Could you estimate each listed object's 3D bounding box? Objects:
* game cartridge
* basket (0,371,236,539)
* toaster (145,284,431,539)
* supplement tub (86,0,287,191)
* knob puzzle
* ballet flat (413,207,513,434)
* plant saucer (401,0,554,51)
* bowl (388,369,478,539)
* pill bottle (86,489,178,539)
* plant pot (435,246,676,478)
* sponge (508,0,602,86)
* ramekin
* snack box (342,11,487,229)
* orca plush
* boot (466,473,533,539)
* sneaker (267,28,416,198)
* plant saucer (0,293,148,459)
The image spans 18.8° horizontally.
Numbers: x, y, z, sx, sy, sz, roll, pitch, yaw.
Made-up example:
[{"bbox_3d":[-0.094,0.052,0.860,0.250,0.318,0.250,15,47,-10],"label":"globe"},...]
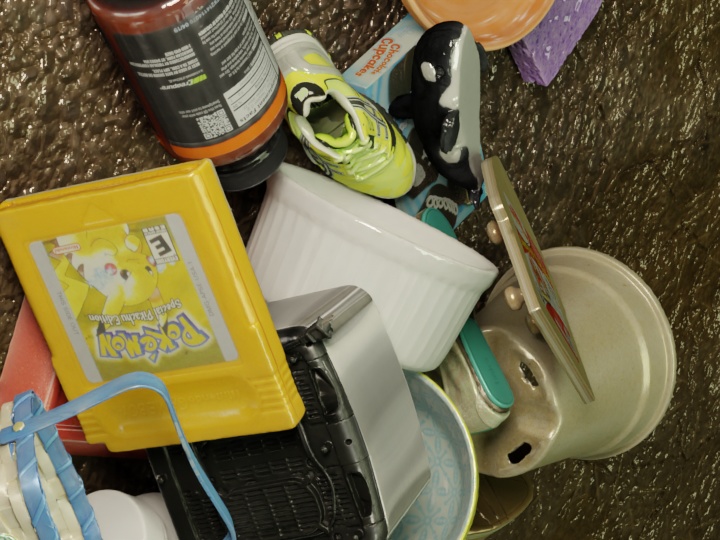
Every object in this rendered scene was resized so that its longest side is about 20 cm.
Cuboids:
[{"bbox_3d":[-0.148,0.030,1.520,0.032,0.175,0.201,-50,125,-56],"label":"game cartridge"},{"bbox_3d":[-0.203,0.170,1.538,0.199,0.139,0.177,-24,124,0],"label":"basket"},{"bbox_3d":[-0.055,0.117,1.610,0.119,0.199,0.182,-41,114,-59],"label":"toaster"},{"bbox_3d":[-0.117,-0.149,1.570,0.107,0.106,0.201,-50,141,-24],"label":"supplement tub"},{"bbox_3d":[0.130,-0.007,1.793,0.030,0.221,0.220,-23,140,10],"label":"knob puzzle"},{"bbox_3d":[0.067,0.044,1.830,0.067,0.062,0.201,9,56,-50],"label":"ballet flat"},{"bbox_3d":[0.091,-0.282,1.792,0.199,0.037,0.202,-5,98,-38],"label":"plant saucer"},{"bbox_3d":[0.006,0.176,1.752,0.201,0.199,0.108,-63,162,-7],"label":"bowl"},{"bbox_3d":[-0.148,0.241,1.711,0.200,0.119,0.120,33,81,-53],"label":"pill bottle"},{"bbox_3d":[0.155,0.095,1.934,0.183,0.199,0.202,-23,125,-57],"label":"plant pot"},{"bbox_3d":[0.151,-0.266,1.919,0.112,0.030,0.200,-56,141,-19],"label":"sponge"},{"bbox_3d":[0.000,0.000,1.723,0.200,0.200,0.098,16,103,-54],"label":"ramekin"},{"bbox_3d":[0.049,-0.114,1.856,0.116,0.037,0.201,-45,138,-30],"label":"snack box"},{"bbox_3d":[0.061,-0.134,1.785,0.200,0.071,0.106,61,43,-65],"label":"orca plush"},{"bbox_3d":[0.057,0.255,1.970,0.199,0.072,0.155,-27,156,-28],"label":"boot"},{"bbox_3d":[-0.017,-0.106,1.726,0.075,0.077,0.200,-36,137,12],"label":"sneaker"},{"bbox_3d":[-0.178,0.051,1.649,0.199,0.037,0.201,10,99,-54],"label":"plant saucer"}]
